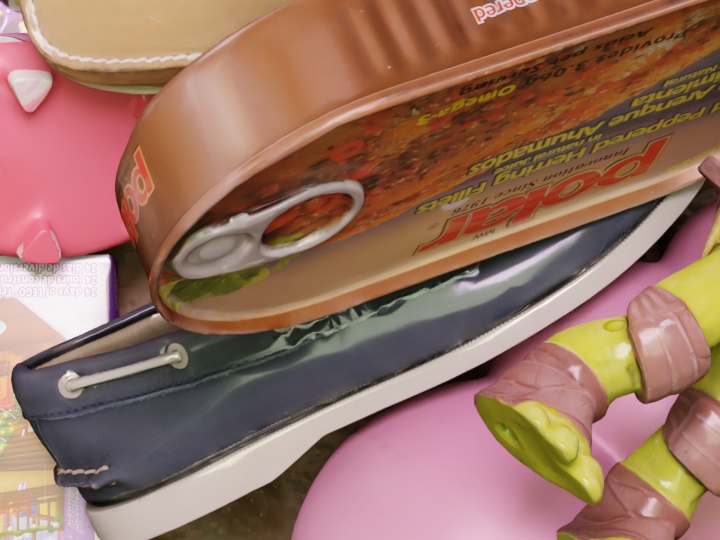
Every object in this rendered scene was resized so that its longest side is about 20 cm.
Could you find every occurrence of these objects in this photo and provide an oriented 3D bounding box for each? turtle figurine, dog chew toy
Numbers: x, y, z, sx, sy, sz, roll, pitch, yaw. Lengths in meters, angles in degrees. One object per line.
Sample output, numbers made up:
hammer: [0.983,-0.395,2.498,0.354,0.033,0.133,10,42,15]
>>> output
turtle figurine: [0.101,-0.004,0.721,0.161,0.200,0.064,-43,54,-13]
dog chew toy: [0.074,0.056,0.817,0.125,0.125,0.200,45,79,2]

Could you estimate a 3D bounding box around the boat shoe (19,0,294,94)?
boat shoe: [-0.004,-0.091,0.741,0.199,0.076,0.072,-20,98,20]

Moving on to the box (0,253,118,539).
box: [-0.168,0.064,0.850,0.198,0.039,0.138,1,85,-1]

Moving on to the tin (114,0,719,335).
tin: [0.035,-0.041,0.722,0.199,0.112,0.042,-19,64,-17]

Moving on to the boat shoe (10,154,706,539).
boat shoe: [0.000,0.000,0.807,0.199,0.075,0.062,-30,104,7]

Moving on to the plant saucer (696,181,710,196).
plant saucer: [0.042,-0.096,0.829,0.198,0.031,0.201,1,110,1]

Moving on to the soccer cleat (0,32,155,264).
soccer cleat: [-0.137,-0.039,0.828,0.199,0.077,0.067,-6,118,-14]

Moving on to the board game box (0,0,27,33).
board game box: [-0.158,-0.090,0.870,0.199,0.023,0.105,19,88,1]
